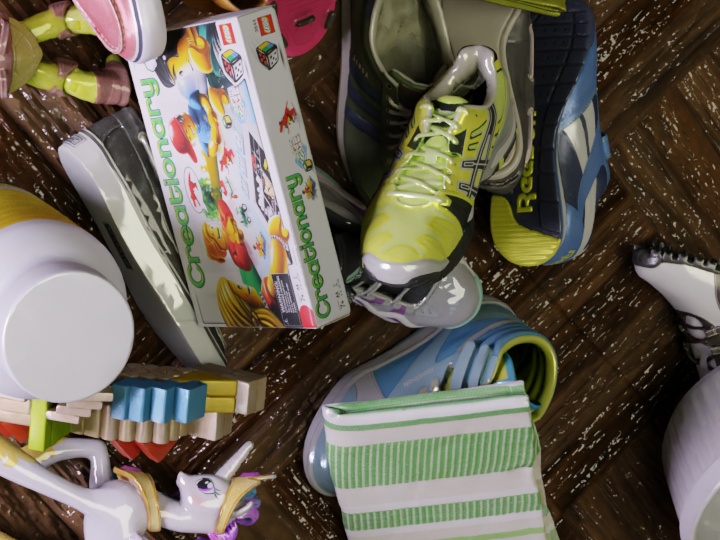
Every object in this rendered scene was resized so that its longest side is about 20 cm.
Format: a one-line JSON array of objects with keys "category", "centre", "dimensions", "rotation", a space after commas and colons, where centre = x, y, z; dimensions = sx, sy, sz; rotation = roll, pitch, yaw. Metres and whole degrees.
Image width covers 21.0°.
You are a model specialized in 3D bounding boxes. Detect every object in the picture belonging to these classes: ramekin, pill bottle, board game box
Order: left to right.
[{"category": "pill bottle", "centre": [-0.212, 0.015, 1.213], "dimensions": [0.112, 0.200, 0.112], "rotation": [-7, 106, -25]}, {"category": "board game box", "centre": [-0.080, -0.062, 1.239], "dimensions": [0.035, 0.126, 0.200], "rotation": [-22, 103, -38]}, {"category": "ramekin", "centre": [0.329, 0.147, 1.504], "dimensions": [0.200, 0.105, 0.200], "rotation": [-10, 134, -10]}]

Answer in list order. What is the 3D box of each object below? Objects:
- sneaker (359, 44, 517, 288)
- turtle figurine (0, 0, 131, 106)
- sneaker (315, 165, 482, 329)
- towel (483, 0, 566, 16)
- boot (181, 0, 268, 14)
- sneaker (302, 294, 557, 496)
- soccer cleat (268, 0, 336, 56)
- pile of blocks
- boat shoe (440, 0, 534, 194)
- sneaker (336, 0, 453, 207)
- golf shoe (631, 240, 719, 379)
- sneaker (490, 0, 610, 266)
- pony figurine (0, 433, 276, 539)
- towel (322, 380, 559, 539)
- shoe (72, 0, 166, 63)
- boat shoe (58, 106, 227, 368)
[{"category": "sneaker", "centre": [0.045, -0.070, 1.266], "dimensions": [0.076, 0.075, 0.200], "rotation": [81, 24, -43]}, {"category": "turtle figurine", "centre": [-0.229, -0.151, 1.252], "dimensions": [0.161, 0.064, 0.200], "rotation": [-6, 102, -23]}, {"category": "sneaker", "centre": [0.000, 0.000, 1.323], "dimensions": [0.200, 0.140, 0.078], "rotation": [27, 104, -12]}, {"category": "towel", "centre": [0.058, -0.232, 1.308], "dimensions": [0.200, 0.018, 0.086], "rotation": [10, 84, -28]}, {"category": "boot", "centre": [-0.129, -0.253, 1.234], "dimensions": [0.071, 0.144, 0.201], "rotation": [-37, 112, -14]}, {"category": "sneaker", "centre": [0.055, 0.099, 1.392], "dimensions": [0.200, 0.131, 0.080], "rotation": [-42, 114, -11]}, {"category": "soccer cleat", "centre": [-0.067, -0.240, 1.312], "dimensions": [0.070, 0.086, 0.200], "rotation": [-31, 135, -19]}, {"category": "pile of blocks", "centre": [-0.160, 0.098, 1.268], "dimensions": [0.200, 0.082, 0.062], "rotation": [3, 103, -12]}, {"category": "boat shoe", "centre": [0.091, -0.151, 1.392], "dimensions": [0.067, 0.057, 0.200], "rotation": [-3, 74, 11]}, {"category": "sneaker", "centre": [0.027, -0.121, 1.358], "dimensions": [0.067, 0.090, 0.200], "rotation": [-9, 103, -20]}, {"category": "golf shoe", "centre": [0.281, 0.048, 1.516], "dimensions": [0.200, 0.078, 0.095], "rotation": [29, 88, -25]}, {"category": "sneaker", "centre": [0.143, -0.099, 1.428], "dimensions": [0.082, 0.074, 0.200], "rotation": [12, 85, -54]}, {"category": "pony figurine", "centre": [-0.165, 0.201, 1.315], "dimensions": [0.200, 0.167, 0.193], "rotation": [8, 86, -9]}, {"category": "towel", "centre": [0.058, 0.154, 1.386], "dimensions": [0.152, 0.023, 0.200], "rotation": [-8, 137, 6]}, {"category": "shoe", "centre": [-0.201, -0.208, 1.207], "dimensions": [0.091, 0.071, 0.200], "rotation": [-23, 81, -29]}, {"category": "boat shoe", "centre": [-0.130, -0.015, 1.319], "dimensions": [0.064, 0.071, 0.200], "rotation": [-34, 114, -19]}]
